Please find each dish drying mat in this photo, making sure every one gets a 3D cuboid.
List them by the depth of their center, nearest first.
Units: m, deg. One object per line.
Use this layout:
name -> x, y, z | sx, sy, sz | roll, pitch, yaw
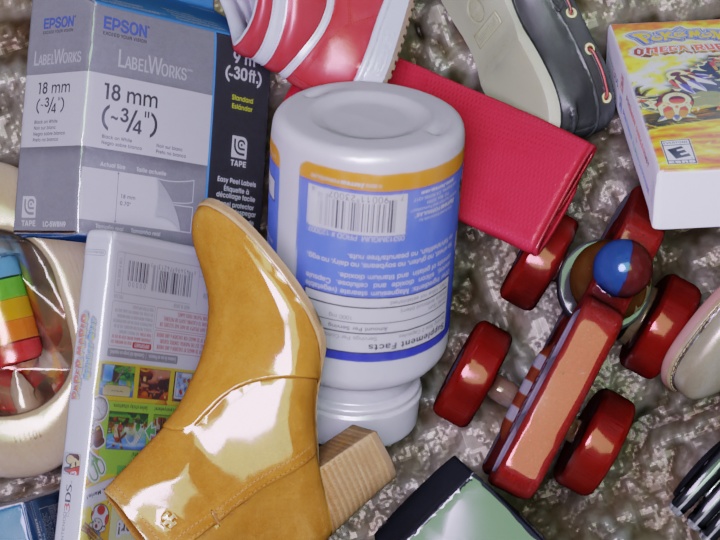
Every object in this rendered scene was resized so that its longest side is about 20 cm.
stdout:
dish drying mat -> 0.042, -0.081, 1.134 | 0.200, 0.018, 0.077 | 27, 83, 26

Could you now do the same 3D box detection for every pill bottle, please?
pill bottle -> 0.000, 0.000, 1.091 | 0.112, 0.112, 0.200 | 3, 118, -1

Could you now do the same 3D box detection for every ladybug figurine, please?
ladybug figurine -> -0.219, 0.027, 1.134 | 0.136, 0.072, 0.200 | -12, 87, -3

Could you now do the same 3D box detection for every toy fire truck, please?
toy fire truck -> 0.130, 0.042, 1.090 | 0.112, 0.168, 0.200 | 30, 85, 1

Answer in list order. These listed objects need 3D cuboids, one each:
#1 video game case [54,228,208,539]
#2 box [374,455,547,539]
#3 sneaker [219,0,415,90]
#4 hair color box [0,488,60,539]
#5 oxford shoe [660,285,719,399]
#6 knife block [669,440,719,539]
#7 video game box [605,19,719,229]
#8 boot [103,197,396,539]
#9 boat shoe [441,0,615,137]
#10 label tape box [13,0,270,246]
video game case -> -0.099, 0.078, 1.081 | 0.023, 0.200, 0.182 | 3, 85, 31
box -> 0.082, 0.184, 1.064 | 0.141, 0.200, 0.079 | 43, 88, 2
sneaker -> -0.018, -0.203, 1.128 | 0.112, 0.071, 0.200 | 21, 69, -18
hair color box -> -0.214, 0.166, 1.060 | 0.100, 0.200, 0.061 | -14, 87, 0
oxford shoe -> 0.270, 0.023, 1.085 | 0.200, 0.071, 0.074 | -35, 56, 6
knife block -> 0.271, 0.079, 1.143 | 0.175, 0.064, 0.200 | -3, 86, -2
video game box -> 0.258, -0.094, 1.105 | 0.200, 0.182, 0.047 | -3, 122, -2
boot -> -0.082, 0.077, 1.013 | 0.144, 0.071, 0.201 | -32, 97, -19
boat shoe -> 0.097, -0.171, 1.161 | 0.063, 0.074, 0.202 | -15, 78, -30
label tape box -> -0.126, -0.113, 1.111 | 0.063, 0.144, 0.200 | 0, 86, 43
